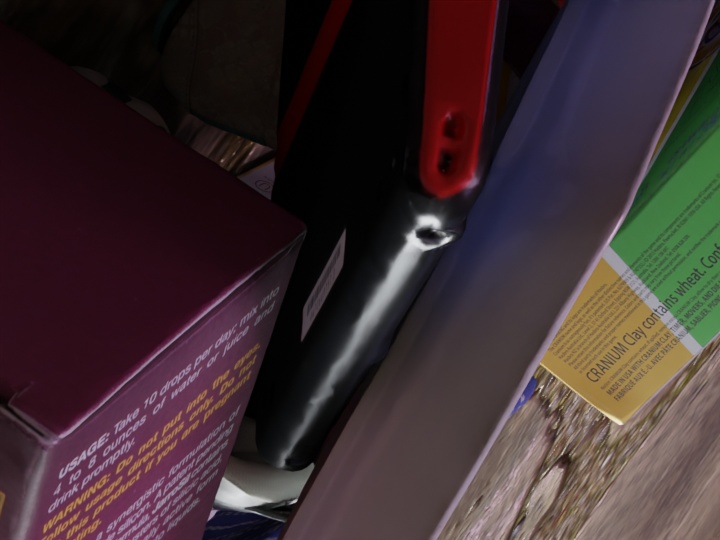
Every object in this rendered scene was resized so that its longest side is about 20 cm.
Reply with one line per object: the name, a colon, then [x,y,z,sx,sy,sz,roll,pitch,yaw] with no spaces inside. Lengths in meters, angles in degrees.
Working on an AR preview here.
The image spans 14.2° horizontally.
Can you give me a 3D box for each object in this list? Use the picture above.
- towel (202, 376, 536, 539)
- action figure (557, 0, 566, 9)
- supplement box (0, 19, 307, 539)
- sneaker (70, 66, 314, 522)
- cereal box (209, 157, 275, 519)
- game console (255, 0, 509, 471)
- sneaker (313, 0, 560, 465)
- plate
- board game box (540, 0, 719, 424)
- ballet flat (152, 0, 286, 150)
towel: [-0.051,0.090,0.890,0.144,0.024,0.200,-27,-179,44]
action figure: [0.033,-0.157,0.755,0.052,0.066,0.200,-33,136,-4]
supplement box: [-0.113,0.048,0.702,0.103,0.131,0.201,-40,159,-45]
sneaker: [-0.076,0.056,0.816,0.200,0.129,0.079,-61,162,20]
cereal box: [-0.065,0.041,0.977,0.200,0.039,0.144,-32,150,-54]
game console: [0.009,-0.062,0.663,0.200,0.031,0.178,118,-23,-68]
sneaker: [0.000,0.000,0.860,0.090,0.075,0.200,-30,158,-56]
plate: [0.028,0.010,0.731,0.200,0.032,0.200,-61,-179,32]
board game box: [0.126,-0.069,0.808,0.153,0.040,0.200,-49,-173,41]
ballet flat: [0.017,-0.121,0.851,0.201,0.062,0.067,-55,164,0]
